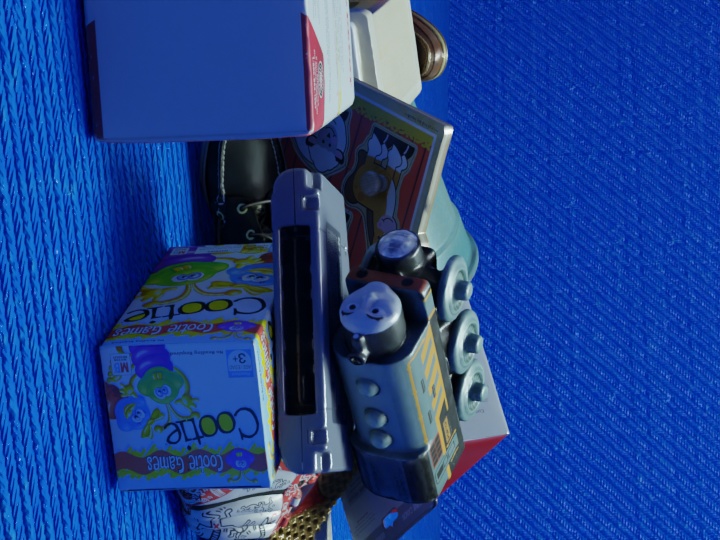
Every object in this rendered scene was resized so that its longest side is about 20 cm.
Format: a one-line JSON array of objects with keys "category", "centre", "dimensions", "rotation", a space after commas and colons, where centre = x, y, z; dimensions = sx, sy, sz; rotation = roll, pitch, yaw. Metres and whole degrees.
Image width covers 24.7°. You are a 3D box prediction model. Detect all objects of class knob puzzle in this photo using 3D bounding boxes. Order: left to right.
[{"category": "knob puzzle", "centre": [-0.023, -0.054, 1.332], "dimensions": [0.030, 0.219, 0.220], "rotation": [-5, 94, -46]}]

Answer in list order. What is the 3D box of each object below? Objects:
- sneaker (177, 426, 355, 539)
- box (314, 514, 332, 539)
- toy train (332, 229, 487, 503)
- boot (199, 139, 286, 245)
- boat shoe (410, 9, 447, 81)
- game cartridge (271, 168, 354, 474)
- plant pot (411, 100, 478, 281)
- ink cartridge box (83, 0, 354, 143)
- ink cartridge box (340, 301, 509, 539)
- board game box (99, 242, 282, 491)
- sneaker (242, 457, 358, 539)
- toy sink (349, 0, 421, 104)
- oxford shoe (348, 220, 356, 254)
[{"category": "sneaker", "centre": [-0.047, 0.135, 1.246], "dimensions": [0.067, 0.201, 0.108], "rotation": [49, -30, 43]}, {"category": "box", "centre": [-0.070, 0.188, 1.411], "dimensions": [0.095, 0.078, 0.200], "rotation": [-53, 141, -79]}, {"category": "toy train", "centre": [0.032, 0.068, 1.133], "dimensions": [0.200, 0.085, 0.114], "rotation": [77, 32, -44]}, {"category": "boot", "centre": [-0.066, -0.018, 1.287], "dimensions": [0.154, 0.073, 0.204], "rotation": [-135, -142, -55]}, {"category": "boat shoe", "centre": [-0.004, -0.234, 1.624], "dimensions": [0.068, 0.200, 0.072], "rotation": [-18, 129, -47]}, {"category": "game cartridge", "centre": [-0.031, 0.039, 1.127], "dimensions": [0.133, 0.041, 0.200], "rotation": [59, 28, -82]}, {"category": "plant pot", "centre": [0.002, -0.075, 1.639], "dimensions": [0.200, 0.200, 0.196], "rotation": [-81, 159, -53]}, {"category": "ink cartridge box", "centre": [-0.088, -0.169, 1.099], "dimensions": [0.200, 0.144, 0.146], "rotation": [-54, 141, -77]}, {"category": "ink cartridge box", "centre": [0.041, 0.136, 1.371], "dimensions": [0.200, 0.084, 0.176], "rotation": [126, -47, -60]}, {"category": "board game box", "centre": [-0.099, 0.060, 1.128], "dimensions": [0.200, 0.105, 0.103], "rotation": [-72, 159, -70]}, {"category": "sneaker", "centre": [-0.069, 0.168, 1.321], "dimensions": [0.200, 0.090, 0.075], "rotation": [-52, 151, 2]}, {"category": "toy sink", "centre": [-0.035, -0.187, 1.494], "dimensions": [0.200, 0.130, 0.112], "rotation": [-52, 137, -63]}, {"category": "oxford shoe", "centre": [0.000, 0.000, 1.391], "dimensions": [0.071, 0.073, 0.200], "rotation": [56, -46, 25]}]
